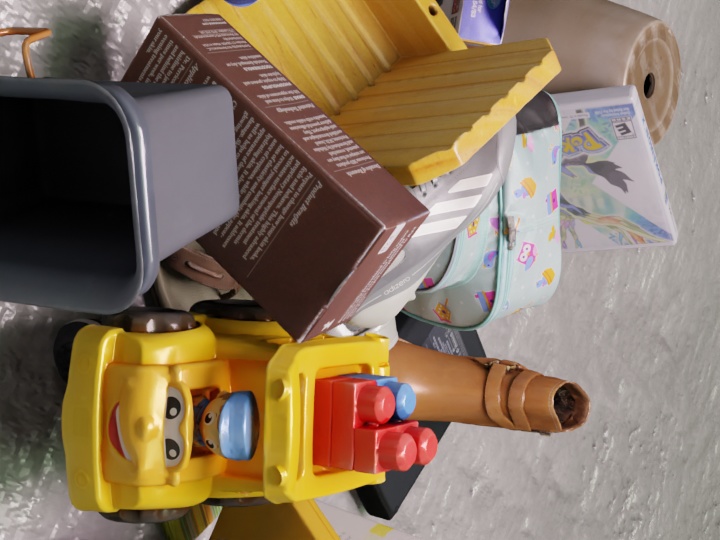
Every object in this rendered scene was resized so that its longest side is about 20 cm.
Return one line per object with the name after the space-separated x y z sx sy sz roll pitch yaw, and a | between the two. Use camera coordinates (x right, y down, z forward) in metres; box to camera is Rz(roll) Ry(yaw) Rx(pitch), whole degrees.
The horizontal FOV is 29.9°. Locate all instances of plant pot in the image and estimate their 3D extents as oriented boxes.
0.194 -0.177 1.253 0.200 0.173 0.201 -20 116 -49 | plant pot

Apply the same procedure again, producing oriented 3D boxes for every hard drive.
0.045 0.108 1.237 0.200 0.033 0.140 -55 138 -33 | hard drive

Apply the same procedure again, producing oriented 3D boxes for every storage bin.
-0.172 -0.070 0.785 0.134 0.199 0.146 -31 122 -58 | storage bin

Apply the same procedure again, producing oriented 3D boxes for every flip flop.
-0.114 -0.025 0.973 0.081 0.057 0.201 -40 128 -41 | flip flop

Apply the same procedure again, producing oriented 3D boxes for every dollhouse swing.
0.004 -0.157 0.941 0.200 0.176 0.182 -43 103 -33 | dollhouse swing

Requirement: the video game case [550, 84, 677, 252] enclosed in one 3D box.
0.171 -0.083 1.227 0.183 0.199 0.022 62 34 -41 | video game case

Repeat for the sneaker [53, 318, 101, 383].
-0.139 0.070 0.960 0.200 0.071 0.083 47 55 -47 | sneaker

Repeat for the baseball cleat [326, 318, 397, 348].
0.000 0.000 1.052 0.200 0.106 0.070 -56 -173 16 | baseball cleat

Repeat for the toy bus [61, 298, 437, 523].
-0.058 0.094 0.848 0.200 0.191 0.136 -1 95 -55 | toy bus

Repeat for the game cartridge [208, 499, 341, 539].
-0.077 0.249 0.964 0.032 0.176 0.201 17 104 -28 | game cartridge

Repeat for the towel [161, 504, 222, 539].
-0.095 0.133 1.079 0.200 0.018 0.086 -43 136 -40 | towel

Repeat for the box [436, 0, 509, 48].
0.087 -0.239 1.099 0.200 0.041 0.120 -146 -116 -82 | box

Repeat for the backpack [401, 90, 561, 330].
0.077 -0.049 1.126 0.153 0.175 0.201 -27 116 -38 | backpack

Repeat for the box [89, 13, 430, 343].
-0.065 -0.062 0.850 0.100 0.200 0.075 -52 164 27 | box

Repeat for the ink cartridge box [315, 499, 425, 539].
-0.008 0.274 1.077 0.145 0.199 0.084 -32 127 -45 | ink cartridge box

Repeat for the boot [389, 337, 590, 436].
0.091 0.107 1.138 0.200 0.155 0.077 17 84 -55 | boot

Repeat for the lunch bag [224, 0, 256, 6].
-0.052 -0.274 0.927 0.200 0.132 0.136 -44 107 -36 | lunch bag

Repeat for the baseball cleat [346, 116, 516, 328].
0.038 -0.050 0.957 0.201 0.070 0.106 -59 145 -1 | baseball cleat
